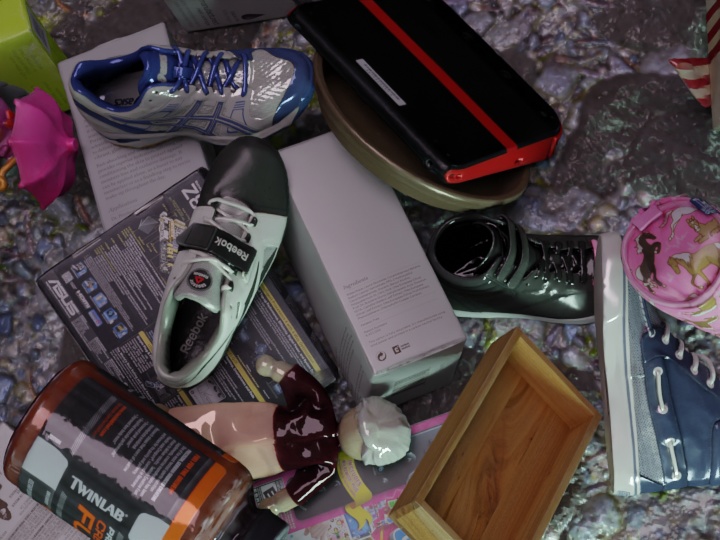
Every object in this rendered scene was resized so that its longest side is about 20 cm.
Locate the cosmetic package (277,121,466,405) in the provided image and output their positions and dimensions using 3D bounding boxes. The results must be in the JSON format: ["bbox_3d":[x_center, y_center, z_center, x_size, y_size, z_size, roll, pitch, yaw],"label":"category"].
[{"bbox_3d":[0.000,0.000,1.275,0.084,0.108,0.201,-20,71,-12],"label":"cosmetic package"}]

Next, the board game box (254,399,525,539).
[{"bbox_3d":[0.029,0.203,1.241,0.198,0.064,0.149,-20,71,4],"label":"board game box"}]

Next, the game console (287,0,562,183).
[{"bbox_3d":[0.056,-0.152,1.294,0.200,0.176,0.031,47,130,20],"label":"game console"}]

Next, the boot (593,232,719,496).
[{"bbox_3d":[0.227,0.068,1.221,0.089,0.073,0.202,-5,99,3],"label":"boot"}]

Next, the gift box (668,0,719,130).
[{"bbox_3d":[0.347,-0.209,1.230,0.198,0.187,0.186,5,76,-3],"label":"gift box"}]

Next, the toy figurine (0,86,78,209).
[{"bbox_3d":[-0.324,-0.085,1.341,0.184,0.150,0.200,-41,73,1],"label":"toy figurine"}]

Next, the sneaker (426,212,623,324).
[{"bbox_3d":[0.141,-0.004,1.260,0.198,0.099,0.071,-3,71,9],"label":"sneaker"}]

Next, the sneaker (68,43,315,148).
[{"bbox_3d":[-0.135,-0.142,1.276,0.198,0.088,0.076,-9,70,14],"label":"sneaker"}]

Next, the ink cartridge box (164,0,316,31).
[{"bbox_3d":[-0.075,-0.281,1.358,0.198,0.146,0.085,-7,73,9],"label":"ink cartridge box"}]

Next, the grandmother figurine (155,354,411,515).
[{"bbox_3d":[-0.060,0.124,1.225,0.198,0.061,0.123,-3,101,10],"label":"grandmother figurine"}]

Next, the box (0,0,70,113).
[{"bbox_3d":[-0.355,-0.155,1.387,0.198,0.122,0.048,-21,62,4],"label":"box"}]

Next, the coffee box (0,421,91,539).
[{"bbox_3d":[-0.216,0.218,1.258,0.200,0.114,0.080,39,84,17],"label":"coffee box"}]

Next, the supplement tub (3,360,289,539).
[{"bbox_3d":[-0.151,0.159,1.164,0.199,0.107,0.107,32,82,8],"label":"supplement tub"}]

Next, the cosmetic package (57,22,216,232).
[{"bbox_3d":[-0.176,-0.094,1.363,0.101,0.071,0.202,-19,72,5],"label":"cosmetic package"}]

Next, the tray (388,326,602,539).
[{"bbox_3d":[0.102,0.141,1.180,0.099,0.037,0.200,46,45,-9],"label":"tray"}]

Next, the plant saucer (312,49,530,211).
[{"bbox_3d":[0.045,-0.116,1.283,0.200,0.199,0.030,49,124,19],"label":"plant saucer"}]

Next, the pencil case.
[{"bbox_3d":[0.261,0.003,1.183,0.082,0.200,0.087,9,84,32],"label":"pencil case"}]

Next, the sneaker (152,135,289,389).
[{"bbox_3d":[-0.105,-0.003,1.211,0.073,0.089,0.202,18,93,0],"label":"sneaker"}]

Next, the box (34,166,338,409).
[{"bbox_3d":[-0.137,0.044,1.282,0.161,0.049,0.201,-34,95,7],"label":"box"}]
